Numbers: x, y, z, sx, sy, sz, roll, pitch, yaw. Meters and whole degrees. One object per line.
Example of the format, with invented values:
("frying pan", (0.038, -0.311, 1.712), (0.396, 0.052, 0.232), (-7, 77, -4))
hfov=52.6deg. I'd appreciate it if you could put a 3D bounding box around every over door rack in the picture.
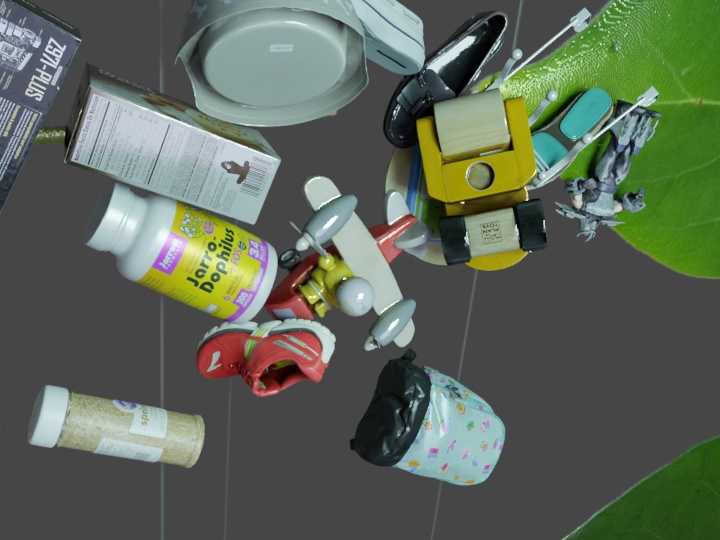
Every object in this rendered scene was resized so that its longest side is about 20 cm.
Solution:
("over door rack", (0.252, -0.221, 0.901), (0.199, 0.067, 0.148), (-36, 80, -4))

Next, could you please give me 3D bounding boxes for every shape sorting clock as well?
("shape sorting clock", (0.119, -0.107, 0.950), (0.197, 0.039, 0.203), (-5, 104, -19))

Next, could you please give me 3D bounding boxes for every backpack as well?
("backpack", (0.105, 0.226, 1.041), (0.198, 0.126, 0.168), (24, 98, -33))

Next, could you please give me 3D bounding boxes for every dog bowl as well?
("dog bowl", (-0.087, -0.219, 0.726), (0.197, 0.200, 0.060), (-1, 70, -23))

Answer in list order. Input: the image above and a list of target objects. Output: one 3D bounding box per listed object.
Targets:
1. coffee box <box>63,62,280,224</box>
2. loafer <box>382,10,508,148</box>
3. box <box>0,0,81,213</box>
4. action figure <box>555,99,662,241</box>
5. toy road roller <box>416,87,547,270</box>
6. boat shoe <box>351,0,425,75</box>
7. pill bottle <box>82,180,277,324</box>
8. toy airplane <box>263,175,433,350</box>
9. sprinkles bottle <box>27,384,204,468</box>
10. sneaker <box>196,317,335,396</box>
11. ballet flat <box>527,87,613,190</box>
("coffee box", (-0.197, -0.131, 0.760), (0.198, 0.114, 0.080), (18, 106, -28))
("loafer", (0.100, -0.232, 0.865), (0.072, 0.063, 0.200), (41, 89, -7))
("box", (-0.378, -0.172, 0.677), (0.162, 0.086, 0.202), (24, 101, -30))
("action figure", (0.350, -0.133, 1.026), (0.129, 0.069, 0.202), (4, 113, -30))
("toy road roller", (0.145, -0.101, 0.865), (0.121, 0.146, 0.203), (-10, 92, 11))
("boat shoe", (0.000, -0.281, 0.797), (0.199, 0.073, 0.068), (18, 75, -51))
("pill bottle", (-0.198, -0.021, 0.812), (0.199, 0.104, 0.105), (27, 100, -30))
("toy airplane", (0.000, 0.000, 0.864), (0.197, 0.142, 0.201), (13, 118, -16))
("sprinkles bottle", (-0.293, 0.192, 0.885), (0.198, 0.068, 0.069), (19, 104, -29))
("sneaker", (-0.124, 0.109, 0.867), (0.198, 0.086, 0.077), (-12, 135, 29))
("ballet flat", (0.258, -0.160, 0.965), (0.199, 0.068, 0.067), (-38, 166, -13))
